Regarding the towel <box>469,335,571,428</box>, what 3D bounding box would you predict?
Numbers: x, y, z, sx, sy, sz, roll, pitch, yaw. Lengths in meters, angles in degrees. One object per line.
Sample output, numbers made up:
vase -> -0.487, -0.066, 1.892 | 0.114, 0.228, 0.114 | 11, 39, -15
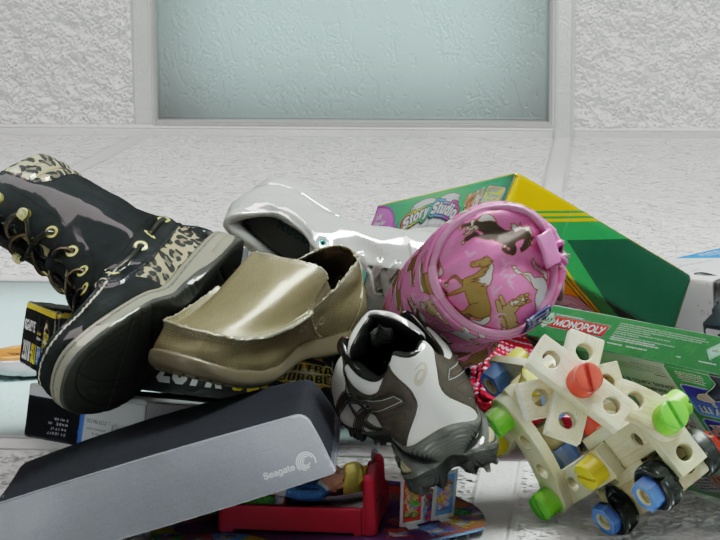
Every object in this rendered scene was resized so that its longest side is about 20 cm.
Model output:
towel -> 0.148, 0.075, 1.563 | 0.144, 0.023, 0.200 | 11, 18, 0

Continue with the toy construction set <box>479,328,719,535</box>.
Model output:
toy construction set -> 0.131, 0.086, 1.278 | 0.092, 0.131, 0.200 | -36, -6, -11

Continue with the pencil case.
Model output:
pencil case -> 0.066, 0.013, 1.358 | 0.086, 0.083, 0.200 | 30, -13, -3

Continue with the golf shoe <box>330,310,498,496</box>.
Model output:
golf shoe -> 0.023, 0.057, 1.310 | 0.078, 0.095, 0.200 | -26, 17, -12

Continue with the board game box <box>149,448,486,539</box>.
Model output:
board game box -> -0.027, 0.130, 1.316 | 0.199, 0.039, 0.158 | -7, 12, -37

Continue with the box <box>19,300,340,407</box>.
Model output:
box -> -0.120, 0.057, 1.494 | 0.199, 0.050, 0.160 | 7, 1, -15

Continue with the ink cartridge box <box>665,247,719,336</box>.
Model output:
ink cartridge box -> 0.324, 0.040, 1.719 | 0.199, 0.086, 0.146 | 6, 11, 41

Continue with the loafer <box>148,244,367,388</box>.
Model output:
loafer -> -0.061, 0.024, 1.361 | 0.076, 0.068, 0.200 | 11, 13, 26

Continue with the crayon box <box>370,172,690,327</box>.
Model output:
crayon box -> 0.121, 0.000, 1.691 | 0.172, 0.059, 0.200 | 28, -19, -24

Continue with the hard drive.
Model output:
hard drive -> -0.112, 0.114, 1.268 | 0.199, 0.043, 0.135 | -17, 8, 4

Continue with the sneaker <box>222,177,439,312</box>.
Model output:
sneaker -> 0.000, 0.000, 1.478 | 0.199, 0.076, 0.088 | 20, 15, 13

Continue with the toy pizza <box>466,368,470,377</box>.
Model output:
toy pizza -> 0.090, 0.081, 1.634 | 0.199, 0.032, 0.200 | 0, 10, 0

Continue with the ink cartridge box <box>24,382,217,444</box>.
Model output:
ink cartridge box -> -0.115, 0.099, 1.443 | 0.099, 0.039, 0.200 | 6, -1, 35

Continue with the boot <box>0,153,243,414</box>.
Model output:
boot -> -0.180, 0.005, 1.365 | 0.153, 0.074, 0.204 | 26, 32, 15

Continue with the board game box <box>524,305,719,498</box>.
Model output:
board game box -> 0.203, 0.087, 1.331 | 0.200, 0.135, 0.029 | 11, 56, 50

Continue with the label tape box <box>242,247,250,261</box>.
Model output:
label tape box -> -0.003, 0.020, 1.607 | 0.144, 0.064, 0.200 | 10, -6, -19

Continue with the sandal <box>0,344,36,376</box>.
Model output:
sandal -> -0.206, 0.045, 1.776 | 0.206, 0.060, 0.079 | -6, 11, -32
